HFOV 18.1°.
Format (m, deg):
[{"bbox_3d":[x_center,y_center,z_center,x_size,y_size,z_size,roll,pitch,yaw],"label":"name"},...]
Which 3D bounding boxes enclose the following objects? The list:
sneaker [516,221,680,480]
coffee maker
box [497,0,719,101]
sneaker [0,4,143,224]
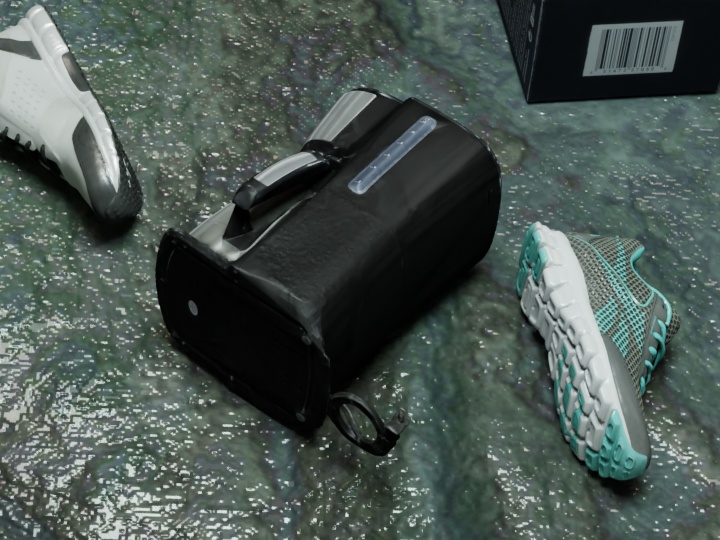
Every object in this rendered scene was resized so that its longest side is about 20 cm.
[{"bbox_3d":[0.165,0.045,1.439,0.091,0.078,0.200,-2,49,-13],"label":"sneaker"},{"bbox_3d":[0.000,0.000,1.442,0.192,0.135,0.200,47,57,4],"label":"coffee maker"},{"bbox_3d":[0.179,-0.232,1.668,0.148,0.107,0.200,-5,47,-9],"label":"box"},{"bbox_3d":[-0.211,-0.094,1.540,0.080,0.074,0.200,-27,50,-9],"label":"sneaker"}]
